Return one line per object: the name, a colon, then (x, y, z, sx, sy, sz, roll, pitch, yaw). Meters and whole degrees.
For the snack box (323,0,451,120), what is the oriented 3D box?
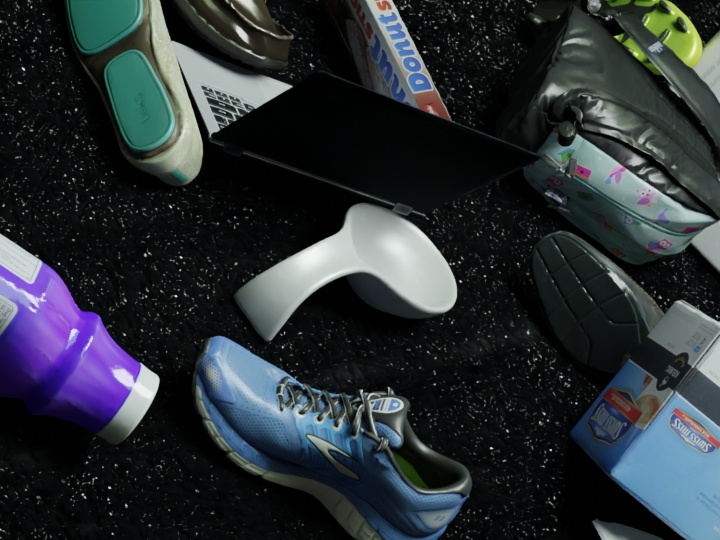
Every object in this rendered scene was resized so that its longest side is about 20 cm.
snack box: (0.023, -0.152, 1.635, 0.024, 0.072, 0.200, -12, 60, -22)

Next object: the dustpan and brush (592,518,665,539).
dustpan and brush: (0.247, 0.251, 1.481, 0.200, 0.057, 0.140, 14, 32, -30)

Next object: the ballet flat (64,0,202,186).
ballet flat: (-0.155, -0.140, 1.455, 0.062, 0.067, 0.200, 46, 23, -58)

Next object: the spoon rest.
spoon rest: (0.000, 0.000, 1.459, 0.099, 0.061, 0.200, 53, 34, 14)

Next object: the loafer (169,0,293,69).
loafer: (-0.116, -0.229, 1.552, 0.200, 0.071, 0.073, 46, 14, 2)

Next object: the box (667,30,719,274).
box: (0.362, -0.119, 1.861, 0.200, 0.199, 0.171, 44, 33, 0)

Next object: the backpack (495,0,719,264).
backpack: (0.213, -0.102, 1.743, 0.200, 0.127, 0.167, 36, 51, -13)

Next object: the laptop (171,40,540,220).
laptop: (-0.009, -0.119, 1.487, 0.187, 0.116, 0.200, 19, 29, -32)

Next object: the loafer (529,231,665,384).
loafer: (0.202, 0.049, 1.631, 0.200, 0.073, 0.072, 53, 24, -7)

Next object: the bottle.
bottle: (-0.205, 0.025, 1.184, 0.200, 0.084, 0.065, 34, 34, -16)

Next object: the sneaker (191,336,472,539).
sneaker: (-0.015, 0.095, 1.315, 0.200, 0.089, 0.079, 33, 34, -18)

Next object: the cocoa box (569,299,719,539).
cocoa box: (0.272, 0.139, 1.509, 0.200, 0.131, 0.133, 39, 2, -11)

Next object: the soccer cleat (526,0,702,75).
soccer cleat: (0.229, -0.199, 1.845, 0.200, 0.065, 0.084, 22, -15, 50)
